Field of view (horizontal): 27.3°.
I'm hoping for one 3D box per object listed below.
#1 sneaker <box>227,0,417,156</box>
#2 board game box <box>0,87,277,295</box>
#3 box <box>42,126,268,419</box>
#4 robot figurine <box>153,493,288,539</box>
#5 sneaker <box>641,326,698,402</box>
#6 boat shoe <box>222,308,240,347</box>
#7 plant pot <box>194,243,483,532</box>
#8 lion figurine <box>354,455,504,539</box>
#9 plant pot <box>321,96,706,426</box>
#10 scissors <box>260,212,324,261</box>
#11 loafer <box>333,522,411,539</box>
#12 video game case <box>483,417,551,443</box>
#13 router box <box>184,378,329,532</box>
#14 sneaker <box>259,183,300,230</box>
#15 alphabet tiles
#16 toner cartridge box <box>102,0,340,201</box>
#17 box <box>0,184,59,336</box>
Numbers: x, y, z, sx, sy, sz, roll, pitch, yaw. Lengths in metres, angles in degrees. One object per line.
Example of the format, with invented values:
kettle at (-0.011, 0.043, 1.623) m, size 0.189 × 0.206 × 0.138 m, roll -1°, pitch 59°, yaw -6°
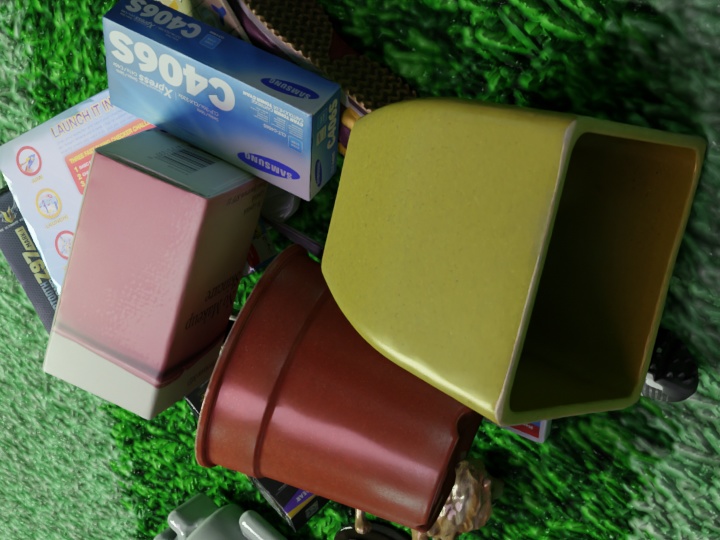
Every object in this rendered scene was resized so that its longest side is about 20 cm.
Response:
sneaker at (-0.045, -0.153, 1.197) m, size 0.200 × 0.075 × 0.090 m, roll 45°, pitch 134°, yaw 11°
board game box at (-0.201, -0.059, 1.319) m, size 0.199 × 0.056 × 0.197 m, roll -22°, pitch 94°, yaw 26°
box at (-0.166, -0.002, 1.218) m, size 0.108 × 0.128 × 0.201 m, roll 23°, pitch 112°, yaw 14°
robot figurine at (-0.131, 0.334, 1.606) m, size 0.200 × 0.113 × 0.170 m, roll 42°, pitch 125°, yaw 13°
sneaker at (0.162, 0.063, 1.147) m, size 0.199 × 0.067 × 0.091 m, roll 22°, pitch 133°, yaw 16°
boat shoe at (-0.067, 0.105, 1.392) m, size 0.199 × 0.075 × 0.068 m, roll 32°, pitch 176°, yaw 24°
plant pot at (-0.003, 0.107, 1.215) m, size 0.194 × 0.201 × 0.202 m, roll 23°, pitch 134°, yaw 11°
lion figurine at (0.042, 0.199, 1.375) m, size 0.199 × 0.072 × 0.123 m, roll 24°, pitch 125°, yaw 37°
plant pot at (0.088, -0.026, 1.022) m, size 0.199 × 0.194 × 0.197 m, roll 21°, pitch 102°, yaw 35°
scissors at (0.000, 0.000, 1.290) m, size 0.200 × 0.014 × 0.073 m, roll 44°, pitch 136°, yaw -1°
loafer at (0.044, 0.315, 1.454) m, size 0.199 × 0.071 × 0.073 m, roll 24°, pitch 133°, yaw 30°
video game case at (0.100, 0.040, 1.227) m, size 0.142 × 0.017 × 0.201 m, roll 21°, pitch 130°, yaw 23°
router box at (-0.098, 0.172, 1.432) m, size 0.157 × 0.052 × 0.200 m, roll 48°, pitch 170°, yaw 9°
sneaker at (-0.140, -0.066, 1.363) m, size 0.199 × 0.071 × 0.074 m, roll -6°, pitch 102°, yaw 24°
alphabet tiles at (-0.137, -0.200, 1.251) m, size 0.167 × 0.006 × 0.200 m, roll 60°, pitch 162°, yaw -9°
toner cartridge box at (-0.111, -0.139, 1.178) m, size 0.199 × 0.043 × 0.095 m, roll 26°, pitch 143°, yaw 18°
box at (-0.297, -0.022, 1.462) m, size 0.051 × 0.200 × 0.158 m, roll -26°, pitch 102°, yaw 5°
